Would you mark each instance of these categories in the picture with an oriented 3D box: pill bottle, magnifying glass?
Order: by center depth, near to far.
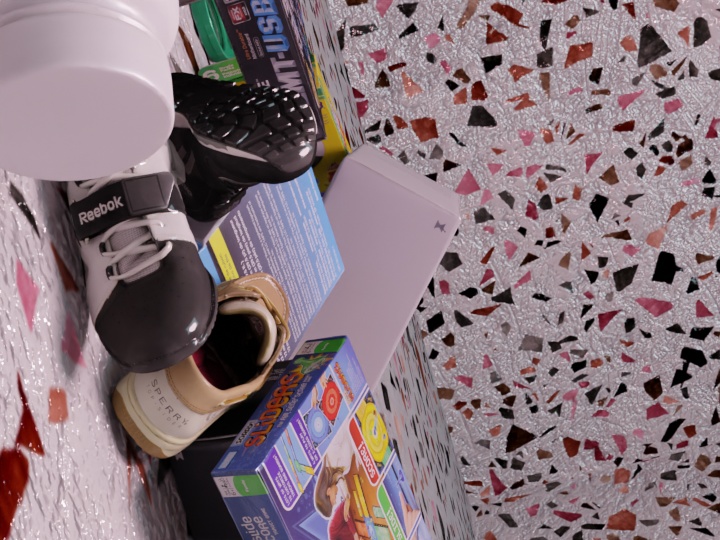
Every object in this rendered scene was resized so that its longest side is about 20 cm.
[{"bbox_3d":[-0.148,-0.155,0.565,0.114,0.112,0.203,62,15,-65],"label":"pill bottle"},{"bbox_3d":[-0.143,-0.239,1.237,0.200,0.022,0.081,51,26,-72],"label":"magnifying glass"}]

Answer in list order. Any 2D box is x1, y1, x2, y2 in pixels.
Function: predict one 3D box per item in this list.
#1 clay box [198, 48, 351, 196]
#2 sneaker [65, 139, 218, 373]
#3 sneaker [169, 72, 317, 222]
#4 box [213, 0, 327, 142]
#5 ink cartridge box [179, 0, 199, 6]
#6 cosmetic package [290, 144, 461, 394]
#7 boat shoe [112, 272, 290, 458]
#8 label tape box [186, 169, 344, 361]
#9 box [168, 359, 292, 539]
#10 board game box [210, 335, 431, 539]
[{"bbox_3d":[-0.078,-0.138,1.152,0.201,0.113,0.048,65,12,-59],"label":"clay box"},{"bbox_3d":[-0.133,-0.033,0.645,0.089,0.073,0.201,68,0,-47],"label":"sneaker"},{"bbox_3d":[-0.086,-0.072,0.764,0.199,0.075,0.089,24,-48,50],"label":"sneaker"},{"bbox_3d":[-0.080,-0.220,0.816,0.201,0.049,0.200,69,7,-47],"label":"box"},{"bbox_3d":[-0.156,-0.293,0.923,0.201,0.083,0.147,-86,160,-67],"label":"ink cartridge box"},{"bbox_3d":[0.000,0.000,1.102,0.201,0.122,0.200,-63,-178,10],"label":"cosmetic package"},{"bbox_3d":[-0.078,0.047,0.725,0.074,0.066,0.200,51,25,-9],"label":"boat shoe"},{"bbox_3d":[-0.092,0.002,0.878,0.201,0.065,0.145,-57,139,-44],"label":"label tape box"},{"bbox_3d":[-0.042,0.178,0.791,0.141,0.078,0.203,-36,113,-60],"label":"box"},{"bbox_3d":[-0.011,0.163,0.728,0.136,0.034,0.202,-53,128,-52],"label":"board game box"}]
